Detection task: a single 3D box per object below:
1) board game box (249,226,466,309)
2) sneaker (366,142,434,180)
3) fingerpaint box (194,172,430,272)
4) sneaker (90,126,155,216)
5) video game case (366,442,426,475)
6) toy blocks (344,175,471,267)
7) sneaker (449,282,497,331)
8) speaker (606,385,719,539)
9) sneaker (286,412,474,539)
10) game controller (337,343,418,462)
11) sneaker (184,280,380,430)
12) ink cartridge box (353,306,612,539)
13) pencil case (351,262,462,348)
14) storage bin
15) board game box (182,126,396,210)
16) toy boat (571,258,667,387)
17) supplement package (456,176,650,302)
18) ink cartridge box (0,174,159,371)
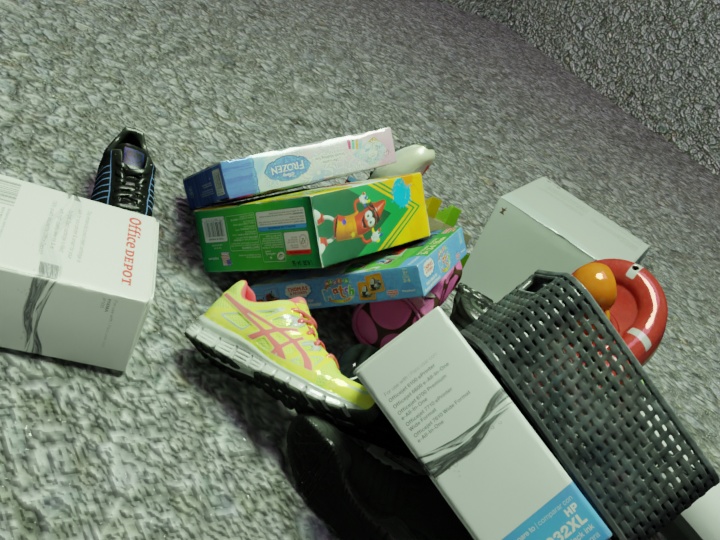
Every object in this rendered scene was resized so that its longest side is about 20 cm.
[{"bbox_3d":[0.000,0.000,0.897,0.196,0.037,0.151,-9,13,26],"label":"board game box"},{"bbox_3d":[0.032,-0.061,0.993,0.094,0.199,0.070,55,27,17],"label":"sneaker"},{"bbox_3d":[-0.052,-0.049,0.890,0.197,0.075,0.165,-2,11,45],"label":"fingerpaint box"},{"bbox_3d":[-0.256,-0.084,0.892,0.069,0.079,0.201,12,30,-26],"label":"sneaker"},{"bbox_3d":[0.116,0.193,0.804,0.198,0.024,0.182,32,26,11],"label":"video game case"},{"bbox_3d":[0.056,-0.068,1.139,0.136,0.102,0.198,31,9,38],"label":"toy blocks"},{"bbox_3d":[0.123,0.072,0.967,0.075,0.092,0.200,31,10,10],"label":"sneaker"},{"bbox_3d":[0.302,0.207,0.807,0.200,0.081,0.081,48,24,-10],"label":"speaker"},{"bbox_3d":[0.027,0.193,0.687,0.103,0.061,0.200,-4,43,-48],"label":"sneaker"},{"bbox_3d":[0.061,0.132,0.772,0.196,0.043,0.105,20,33,10],"label":"game controller"},{"bbox_3d":[-0.061,0.067,0.739,0.197,0.079,0.091,26,68,21],"label":"sneaker"},{"bbox_3d":[0.091,0.136,0.650,0.201,0.083,0.145,53,1,10],"label":"ink cartridge box"},{"bbox_3d":[0.064,0.027,0.971,0.090,0.094,0.200,39,27,1],"label":"pencil case"},{"bbox_3d":[0.179,0.109,0.680,0.202,0.093,0.135,54,-1,-2],"label":"storage bin"},{"bbox_3d":[-0.087,-0.114,0.951,0.195,0.044,0.199,-16,7,-22],"label":"board game box"},{"bbox_3d":[0.246,0.047,0.889,0.198,0.133,0.130,-33,51,-30],"label":"toy boat"},{"bbox_3d":[0.271,-0.008,1.162,0.190,0.149,0.199,36,28,18],"label":"supplement package"},{"bbox_3d":[-0.284,-0.004,0.719,0.196,0.084,0.147,16,28,-20],"label":"ink cartridge box"}]
